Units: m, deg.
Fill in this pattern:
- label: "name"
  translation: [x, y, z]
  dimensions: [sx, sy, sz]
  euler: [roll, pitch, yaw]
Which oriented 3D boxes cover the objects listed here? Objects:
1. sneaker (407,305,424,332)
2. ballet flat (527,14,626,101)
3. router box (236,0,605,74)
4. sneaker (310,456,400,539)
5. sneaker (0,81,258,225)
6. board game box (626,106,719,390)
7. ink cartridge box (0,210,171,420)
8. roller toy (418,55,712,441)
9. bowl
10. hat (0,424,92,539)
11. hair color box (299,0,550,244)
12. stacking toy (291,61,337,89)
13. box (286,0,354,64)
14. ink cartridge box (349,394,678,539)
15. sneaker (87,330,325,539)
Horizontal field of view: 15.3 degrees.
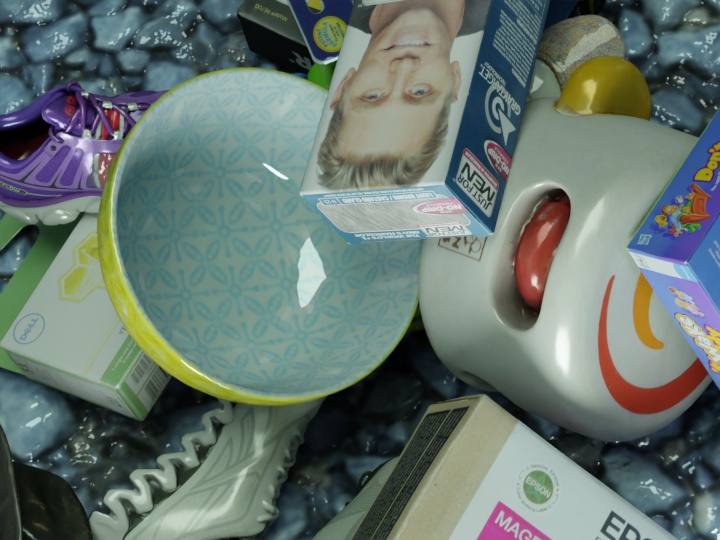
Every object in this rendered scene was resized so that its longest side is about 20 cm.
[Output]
- label: "sneaker"
  translation: [0.000, 0.000, 1.662]
  dimensions: [0.199, 0.071, 0.083]
  euler: [-14, 66, 7]
- label: "ballet flat"
  translation: [0.080, -0.085, 1.641]
  dimensions: [0.200, 0.067, 0.068]
  euler: [-40, 80, 35]
- label: "router box"
  translation: [0.042, -0.175, 1.761]
  dimensions: [0.199, 0.051, 0.149]
  euler: [26, 69, 21]
- label: "sneaker"
  translation: [0.012, 0.159, 1.579]
  dimensions: [0.200, 0.074, 0.079]
  euler: [-30, 49, -12]
- label: "sneaker"
  translation: [-0.152, -0.080, 1.644]
  dimensions: [0.199, 0.084, 0.081]
  euler: [-12, 52, 18]
- label: "board game box"
  translation: [0.243, 0.001, 1.538]
  dimensions: [0.045, 0.200, 0.135]
  euler: [16, 63, 44]
- label: "ink cartridge box"
  translation: [-0.180, 0.001, 1.685]
  dimensions: [0.199, 0.048, 0.146]
  euler: [18, 66, 33]
- label: "roller toy"
  translation: [0.128, -0.006, 1.564]
  dimensions: [0.139, 0.201, 0.182]
  euler: [22, 49, 40]
- label: "bowl"
  translation: [-0.073, -0.008, 1.569]
  dimensions: [0.199, 0.108, 0.201]
  euler: [9, 70, -25]
- label: "hat"
  translation: [-0.204, 0.165, 1.584]
  dimensions: [0.081, 0.201, 0.201]
  euler: [3, 56, -25]
- label: "hair color box"
  translation: [0.043, -0.118, 1.534]
  dimensions: [0.100, 0.061, 0.201]
  euler: [-4, 59, 33]
- label: "stacking toy"
  translation: [-0.008, -0.105, 1.680]
  dimensions: [0.199, 0.085, 0.086]
  euler: [-30, 58, 18]
- label: "box"
  translation: [0.048, -0.200, 1.648]
  dimensions: [0.199, 0.032, 0.121]
  euler: [-23, 56, -1]
- label: "ink cartridge box"
  translation: [0.090, 0.191, 1.479]
  dimensions: [0.200, 0.075, 0.165]
  euler: [36, 71, -13]
- label: "sneaker"
  translation: [-0.070, 0.119, 1.616]
  dimensions: [0.200, 0.075, 0.081]
  euler: [-44, 70, -5]
